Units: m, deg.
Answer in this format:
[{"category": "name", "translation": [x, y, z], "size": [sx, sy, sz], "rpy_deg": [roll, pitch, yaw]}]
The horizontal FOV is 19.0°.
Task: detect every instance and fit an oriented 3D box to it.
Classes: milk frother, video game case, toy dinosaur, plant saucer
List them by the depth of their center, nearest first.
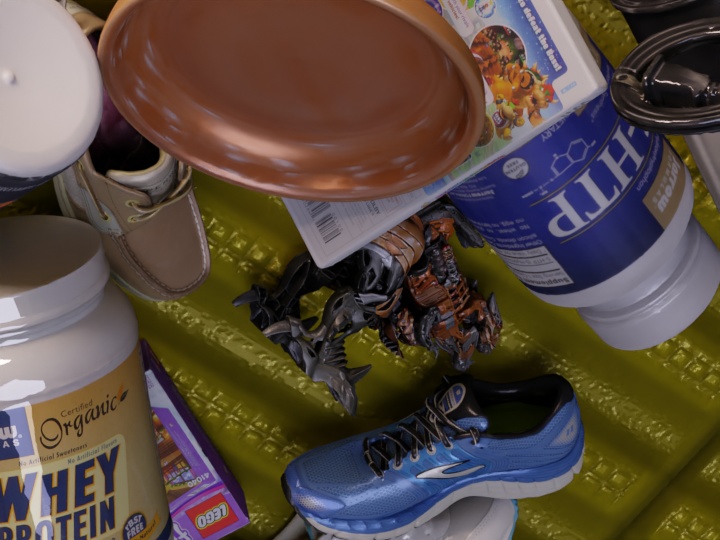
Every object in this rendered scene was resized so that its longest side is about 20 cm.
[{"category": "plant saucer", "translation": [-0.033, -0.103, 1.092], "size": [0.199, 0.038, 0.201], "rpy_deg": [7, 151, 4]}, {"category": "video game case", "translation": [0.020, -0.110, 1.158], "size": [0.199, 0.018, 0.144], "rpy_deg": [-32, 82, 31]}, {"category": "milk frother", "translation": [0.219, -0.076, 1.177], "size": [0.200, 0.180, 0.189], "rpy_deg": [-41, 114, -25]}, {"category": "toy dinosaur", "translation": [0.000, 0.000, 1.280], "size": [0.200, 0.102, 0.136], "rpy_deg": [43, 88, -12]}]

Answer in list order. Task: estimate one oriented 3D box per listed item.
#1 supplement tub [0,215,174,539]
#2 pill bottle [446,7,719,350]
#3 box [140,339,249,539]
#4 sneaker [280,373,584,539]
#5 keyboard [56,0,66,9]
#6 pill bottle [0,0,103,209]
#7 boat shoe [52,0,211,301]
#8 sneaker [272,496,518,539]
[{"category": "supplement tub", "translation": [-0.188, 0.084, 1.205], "size": [0.143, 0.145, 0.201], "rpy_deg": [-11, 113, -6]}, {"category": "pill bottle", "translation": [0.123, -0.050, 1.243], "size": [0.119, 0.120, 0.200], "rpy_deg": [-37, 122, 10]}, {"category": "box", "translation": [-0.187, 0.145, 1.339], "size": [0.199, 0.039, 0.137], "rpy_deg": [-27, 122, 4]}, {"category": "sneaker", "translation": [0.045, 0.104, 1.340], "size": [0.199, 0.079, 0.090], "rpy_deg": [-15, 136, -13]}, {"category": "keyboard", "translation": [-0.251, -0.153, 1.124], "size": [0.198, 0.011, 0.057], "rpy_deg": [10, 127, 2]}, {"category": "pill bottle", "translation": [-0.226, -0.070, 1.120], "size": [0.106, 0.107, 0.200], "rpy_deg": [30, 149, -26]}, {"category": "boat shoe", "translation": [-0.132, -0.059, 1.199], "size": [0.074, 0.066, 0.201], "rpy_deg": [-44, 126, -24]}, {"category": "sneaker", "translation": [0.008, 0.182, 1.385], "size": [0.199, 0.077, 0.081], "rpy_deg": [-27, 121, 2]}]
